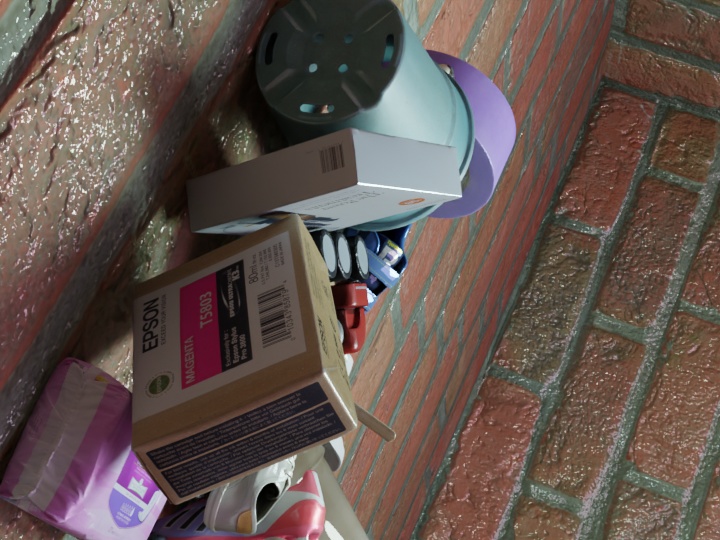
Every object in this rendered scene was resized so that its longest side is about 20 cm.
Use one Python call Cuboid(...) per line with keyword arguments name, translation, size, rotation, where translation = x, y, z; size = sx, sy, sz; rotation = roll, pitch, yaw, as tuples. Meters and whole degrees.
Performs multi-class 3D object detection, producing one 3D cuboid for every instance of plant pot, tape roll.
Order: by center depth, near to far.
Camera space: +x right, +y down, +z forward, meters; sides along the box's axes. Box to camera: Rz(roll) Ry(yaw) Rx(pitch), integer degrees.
Cuboid(name="plant pot", translation=(-0.002, -0.167, 1.136), size=(0.203, 0.198, 0.196), rotation=(-67, 158, -11))
Cuboid(name="plant pot", translation=(-0.079, 0.312, 1.339), size=(0.200, 0.174, 0.200), rotation=(-43, 179, -1))
Cuboid(name="tape roll", translation=(0.082, -0.162, 1.402), size=(0.201, 0.197, 0.086), rotation=(90, 24, -53))

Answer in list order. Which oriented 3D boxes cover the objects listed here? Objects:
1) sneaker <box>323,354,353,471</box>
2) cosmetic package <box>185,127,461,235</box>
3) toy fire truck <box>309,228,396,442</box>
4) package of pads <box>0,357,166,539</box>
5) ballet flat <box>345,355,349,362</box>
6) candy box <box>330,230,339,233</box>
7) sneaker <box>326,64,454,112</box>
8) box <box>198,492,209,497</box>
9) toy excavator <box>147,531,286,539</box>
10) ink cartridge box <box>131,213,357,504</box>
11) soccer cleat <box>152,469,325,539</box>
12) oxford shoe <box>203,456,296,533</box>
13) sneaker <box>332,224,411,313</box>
Cuboid(name="sneaker", translation=(-0.040, 0.167, 1.469), size=(0.201, 0.073, 0.117), rotation=(86, 24, -54))
Cuboid(name="cosmetic package", translation=(-0.033, -0.072, 1.024), size=(0.150, 0.198, 0.053), rotation=(-2, 82, -50))
Cuboid(name="toy fire truck", translation=(-0.030, 0.068, 1.127), size=(0.176, 0.127, 0.203), rotation=(5, 76, -74))
Cuboid(name="package of pads", translation=(-0.217, 0.162, 0.967), size=(0.200, 0.075, 0.122), rotation=(73, 40, -67))
Cuboid(name="ballet flat", translation=(-0.045, 0.117, 1.325), size=(0.202, 0.063, 0.068), rotation=(-86, 158, -47))
Cuboid(name="candy box", translation=(-0.024, -0.042, 1.313), size=(0.103, 0.026, 0.201), rotation=(55, 53, -32))
Cuboid(name="sneaker", translation=(0.013, -0.167, 1.266), size=(0.200, 0.093, 0.070), rotation=(-46, 176, 2))
Cuboid(name="box", translation=(-0.139, 0.124, 1.185), size=(0.200, 0.085, 0.166), rotation=(4, 105, -75))
Cuboid(name="toy excavator", translation=(-0.161, 0.325, 1.137), size=(0.100, 0.197, 0.197), rotation=(-32, 140, -68))
Cuboid(name="ink cartridge box", translation=(-0.099, 0.066, 0.937), size=(0.201, 0.163, 0.076), rotation=(-104, 169, -50))
Cuboid(name="soccer cleat", translation=(-0.131, 0.256, 1.216), size=(0.067, 0.197, 0.078), rotation=(50, 35, -63))
Cuboid(name="oxford shoe", translation=(-0.089, 0.192, 1.172), size=(0.201, 0.057, 0.076), rotation=(-56, 158, -47))
Cuboid(name="sneaker", translation=(0.000, 0.000, 1.259), size=(0.074, 0.081, 0.202), rotation=(39, 62, -39))
